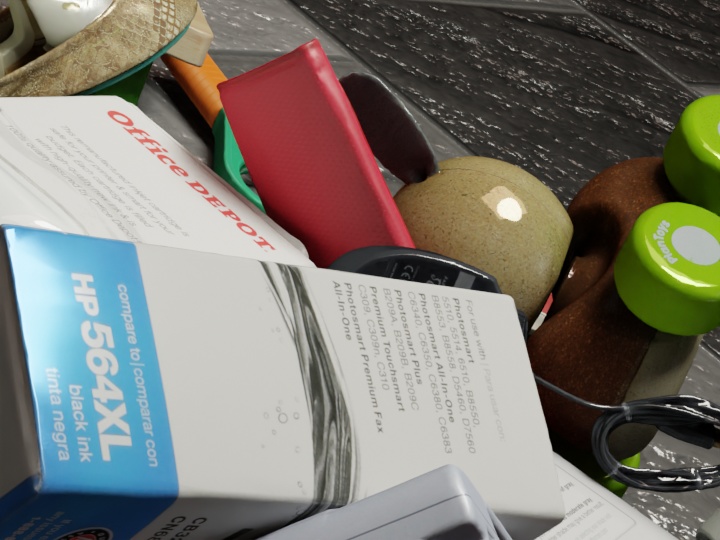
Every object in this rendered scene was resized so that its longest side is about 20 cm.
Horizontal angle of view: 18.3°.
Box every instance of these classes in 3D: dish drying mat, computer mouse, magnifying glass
[{"bbox_3d":[0.000,0.000,0.983,0.018,0.077,0.201,-31,99,-43],"label":"dish drying mat"},{"bbox_3d":[0.073,0.042,0.935,0.199,0.059,0.034,25,3,-9],"label":"computer mouse"},{"bbox_3d":[-0.064,-0.071,1.249,0.079,0.022,0.200,6,34,-36],"label":"magnifying glass"}]

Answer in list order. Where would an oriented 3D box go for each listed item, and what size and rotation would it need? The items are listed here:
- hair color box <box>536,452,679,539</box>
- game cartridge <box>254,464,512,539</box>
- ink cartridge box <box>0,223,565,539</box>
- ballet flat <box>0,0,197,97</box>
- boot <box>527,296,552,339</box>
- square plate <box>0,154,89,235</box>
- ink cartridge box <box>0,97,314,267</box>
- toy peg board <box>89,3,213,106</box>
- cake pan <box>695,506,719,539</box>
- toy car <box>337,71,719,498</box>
[{"bbox_3d":[0.032,0.098,0.917,0.200,0.061,0.099,35,24,17],"label":"hair color box"},{"bbox_3d":[-0.002,0.129,0.702,0.041,0.132,0.200,67,5,31],"label":"game cartridge"},{"bbox_3d":[-0.057,0.064,0.697,0.199,0.146,0.085,9,57,-39],"label":"ink cartridge box"},{"bbox_3d":[-0.166,-0.102,1.035,0.199,0.066,0.070,-32,42,-20],"label":"ballet flat"},{"bbox_3d":[0.043,-0.001,1.173,0.199,0.073,0.144,31,22,-12],"label":"boot"},{"bbox_3d":[-0.232,-0.015,0.808,0.200,0.029,0.198,-36,54,-20],"label":"square plate"},{"bbox_3d":[-0.140,-0.002,0.939,0.146,0.085,0.199,40,26,28],"label":"ink cartridge box"},{"bbox_3d":[-0.192,-0.129,1.187,0.199,0.098,0.199,23,8,-11],"label":"toy peg board"},{"bbox_3d":[0.195,0.169,0.890,0.201,0.037,0.200,59,-2,3],"label":"cake pan"},{"bbox_3d":[0.067,-0.014,1.021,0.199,0.165,0.158,26,45,4],"label":"toy car"}]
